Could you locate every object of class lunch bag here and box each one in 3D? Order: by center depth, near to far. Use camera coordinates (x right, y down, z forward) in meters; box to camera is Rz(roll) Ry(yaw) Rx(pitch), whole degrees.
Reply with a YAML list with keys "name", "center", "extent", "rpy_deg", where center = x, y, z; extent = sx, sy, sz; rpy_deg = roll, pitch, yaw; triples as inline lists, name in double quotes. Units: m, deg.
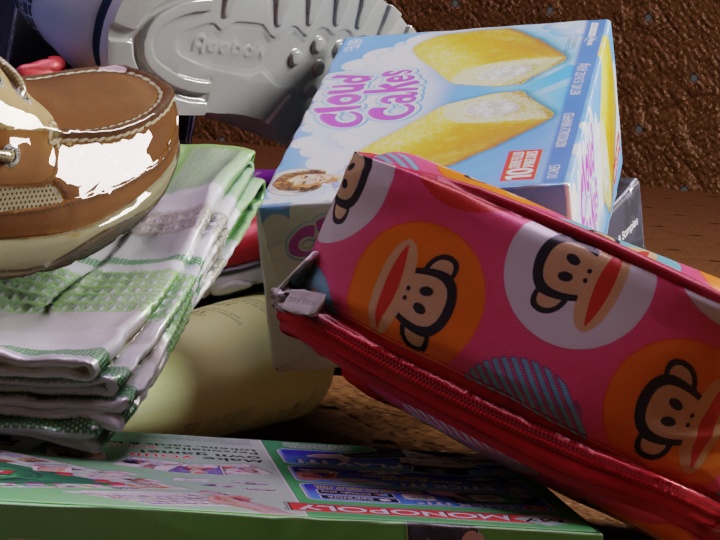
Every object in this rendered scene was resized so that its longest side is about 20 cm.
- name: "lunch bag"
  center: [0.065, 0.021, 0.881]
  extent: [0.175, 0.082, 0.200]
  rpy_deg: [26, 2, 26]

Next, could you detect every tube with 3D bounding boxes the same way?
- name: "tube"
  center: [-0.080, 0.042, 1.011]
  extent: [0.052, 0.058, 0.200]
  rpy_deg: [44, 27, 19]

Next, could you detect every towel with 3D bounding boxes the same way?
- name: "towel"
  center: [-0.120, -0.010, 0.913]
  extent: [0.148, 0.031, 0.200]
  rpy_deg: [11, 25, 7]

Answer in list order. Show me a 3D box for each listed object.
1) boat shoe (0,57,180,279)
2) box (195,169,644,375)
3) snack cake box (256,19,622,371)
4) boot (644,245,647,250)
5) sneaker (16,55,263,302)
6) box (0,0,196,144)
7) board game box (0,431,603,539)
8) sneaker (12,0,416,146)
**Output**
- name: "boat shoe"
  center: [-0.130, -0.038, 0.854]
  extent: [0.075, 0.074, 0.199]
  rpy_deg: [21, 28, 33]
- name: "box"
  center: [0.000, 0.000, 1.159]
  extent: [0.199, 0.036, 0.143]
  rpy_deg: [1, 23, 27]
- name: "snack cake box"
  center: [0.035, -0.033, 1.088]
  extent: [0.114, 0.068, 0.200]
  rpy_deg: [-2, 22, 10]
- name: "boot"
  center: [0.113, 0.023, 1.392]
  extent: [0.075, 0.074, 0.200]
  rpy_deg: [-14, 1, 1]
- name: "sneaker"
  center: [-0.115, -0.039, 1.107]
  extent: [0.199, 0.086, 0.077]
  rpy_deg: [13, 16, 15]
- name: "box"
  center: [-0.165, -0.108, 1.279]
  extent: [0.104, 0.149, 0.199]
  rpy_deg: [18, -16, -38]
- name: "board game box"
  center: [-0.041, 0.071, 0.820]
  extent: [0.198, 0.029, 0.135]
  rpy_deg: [4, 6, -8]
- name: "sneaker"
  center: [-0.053, -0.095, 1.190]
  extent: [0.080, 0.077, 0.199]
  rpy_deg: [21, 3, 42]
